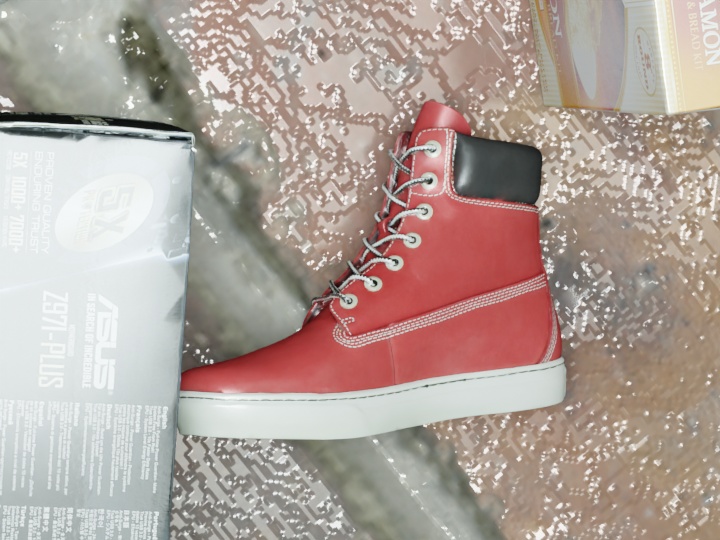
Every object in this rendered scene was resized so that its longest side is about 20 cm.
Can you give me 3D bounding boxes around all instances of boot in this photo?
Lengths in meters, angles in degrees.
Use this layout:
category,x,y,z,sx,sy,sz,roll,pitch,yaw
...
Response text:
category,x,y,z,sx,sy,sz,roll,pitch,yaw
boot,0.000,0.000,0.966,0.199,0.072,0.145,-9,96,-31

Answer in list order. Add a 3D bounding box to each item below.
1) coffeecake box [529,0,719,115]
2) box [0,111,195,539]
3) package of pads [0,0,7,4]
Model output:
category,x,y,z,sx,sy,sz,roll,pitch,yaw
coffeecake box,0.126,-0.148,0.922,0.073,0.200,0.154,-9,96,-9
box,-0.124,0.035,0.917,0.086,0.164,0.201,3,94,-9
package of pads,-0.119,-0.187,0.902,0.200,0.155,0.068,-32,86,-7
